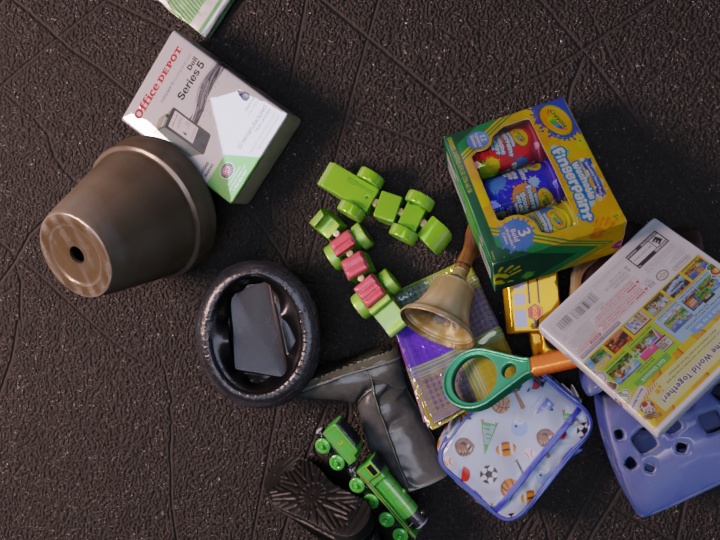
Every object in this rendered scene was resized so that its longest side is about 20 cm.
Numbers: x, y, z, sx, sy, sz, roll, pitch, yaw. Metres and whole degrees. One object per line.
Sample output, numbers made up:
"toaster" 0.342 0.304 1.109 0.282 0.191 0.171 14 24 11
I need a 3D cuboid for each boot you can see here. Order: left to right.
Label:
"boot" -0.042 0.367 1.096 0.079 0.210 0.159 -42 131 -25
"boot" 0.012 0.221 1.089 0.179 0.073 0.203 -16 98 12
"boot" 0.346 0.023 0.968 0.163 0.073 0.203 4 60 14

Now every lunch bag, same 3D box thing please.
"lunch bag" 0.210 0.222 1.037 0.160 0.076 0.201 41 93 5

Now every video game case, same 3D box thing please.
"video game case" 0.337 0.058 0.881 0.199 0.023 0.182 -41 55 -7

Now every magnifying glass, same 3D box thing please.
"magnifying glass" 0.192 0.123 0.951 0.197 0.022 0.081 -17 54 26

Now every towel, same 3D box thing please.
"towel" -0.252 -0.447 1.095 0.199 0.023 0.153 39 99 6
"towel" 0.120 0.095 1.036 0.142 0.023 0.203 -24 66 13

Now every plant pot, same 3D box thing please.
"plant pot" -0.320 -0.055 1.027 0.197 0.174 0.203 13 122 22
"plant pot" 0.380 0.162 0.955 0.198 0.200 0.182 -28 82 11

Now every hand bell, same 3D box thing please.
"hand bell" 0.138 -0.009 1.017 0.103 0.104 0.202 24 69 6

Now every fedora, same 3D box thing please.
"fedora" -0.134 0.085 1.082 0.197 0.092 0.204 1 95 9

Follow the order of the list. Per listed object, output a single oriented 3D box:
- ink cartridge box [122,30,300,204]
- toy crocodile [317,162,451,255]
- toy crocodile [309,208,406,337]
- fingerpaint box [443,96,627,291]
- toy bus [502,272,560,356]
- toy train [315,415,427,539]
"ink cartridge box" -0.207 -0.210 1.074 0.199 0.084 0.146 36 99 5
"toy crocodile" 0.034 -0.086 1.054 0.198 0.062 0.068 26 86 9
"toy crocodile" 0.000 0.000 1.060 0.067 0.062 0.202 -34 77 11
"fingerpaint box" 0.211 -0.099 0.963 0.164 0.074 0.202 -17 60 2
"toy bus" 0.225 0.021 1.016 0.077 0.065 0.204 -5 85 8
"toy train" 0.017 0.283 1.048 0.056 0.042 0.200 -41 90 21
